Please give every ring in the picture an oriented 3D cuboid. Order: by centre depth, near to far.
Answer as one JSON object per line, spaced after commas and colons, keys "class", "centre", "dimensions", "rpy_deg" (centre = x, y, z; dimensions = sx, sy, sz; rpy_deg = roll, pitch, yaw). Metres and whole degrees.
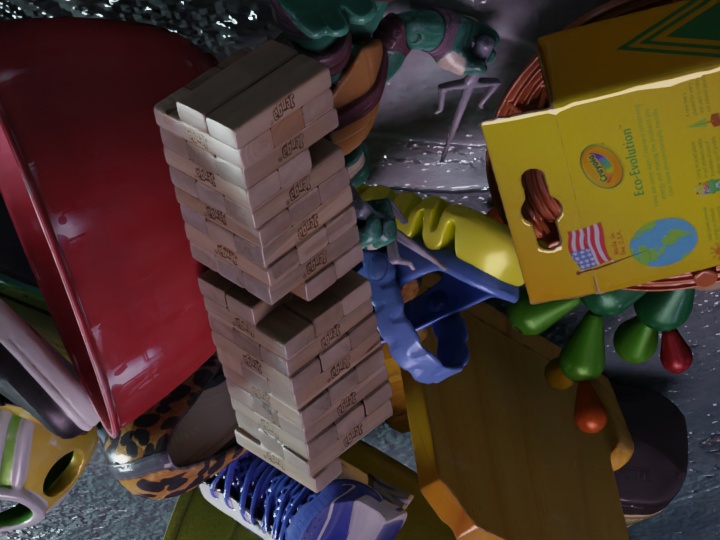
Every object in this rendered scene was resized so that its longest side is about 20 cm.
{"class": "ring", "centre": [0.160, -0.058, 1.035], "dimensions": [0.200, 0.019, 0.201], "rpy_deg": [-3, 136, -3]}

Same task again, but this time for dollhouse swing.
{"class": "dollhouse swing", "centre": [0.045, 0.115, 1.254], "dimensions": [0.181, 0.176, 0.200], "rpy_deg": [-23, 140, 39]}

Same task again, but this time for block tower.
{"class": "block tower", "centre": [-0.033, -0.001, 0.904], "dimensions": [0.054, 0.058, 0.200], "rpy_deg": [29, 143, 37]}

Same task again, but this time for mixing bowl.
{"class": "mixing bowl", "centre": [-0.103, -0.037, 0.978], "dimensions": [0.108, 0.201, 0.200], "rpy_deg": [-23, 157, -12]}

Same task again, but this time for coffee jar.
{"class": "coffee jar", "centre": [0.145, 0.145, 1.455], "dimensions": [0.104, 0.086, 0.200], "rpy_deg": [9, 154, -14]}

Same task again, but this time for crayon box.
{"class": "crayon box", "centre": [0.160, -0.063, 0.981], "dimensions": [0.199, 0.051, 0.127], "rpy_deg": [-13, 134, 5]}

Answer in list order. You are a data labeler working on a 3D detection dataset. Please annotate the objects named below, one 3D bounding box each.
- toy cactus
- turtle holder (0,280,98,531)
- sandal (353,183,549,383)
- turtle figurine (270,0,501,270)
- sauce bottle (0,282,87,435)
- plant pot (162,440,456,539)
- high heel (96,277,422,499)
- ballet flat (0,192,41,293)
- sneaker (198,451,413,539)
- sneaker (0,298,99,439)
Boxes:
{"class": "toy cactus", "centre": [0.157, 0.006, 1.178], "dimensions": [0.165, 0.103, 0.200], "rpy_deg": [-21, 141, 15]}
{"class": "turtle holder", "centre": [-0.201, 0.082, 1.248], "dimensions": [0.185, 0.132, 0.141], "rpy_deg": [4, 153, -11]}
{"class": "sandal", "centre": [0.000, 0.000, 1.086], "dimensions": [0.079, 0.087, 0.200], "rpy_deg": [23, 176, -43]}
{"class": "turtle figurine", "centre": [0.001, -0.078, 0.944], "dimensions": [0.100, 0.150, 0.200], "rpy_deg": [13, 148, 10]}
{"class": "sauce bottle", "centre": [-0.228, 0.027, 1.158], "dimensions": [0.199, 0.066, 0.066], "rpy_deg": [22, 155, 6]}
{"class": "plant pot", "centre": [-0.006, 0.197, 1.353], "dimensions": [0.192, 0.201, 0.201], "rpy_deg": [18, 158, 15]}
{"class": "high heel", "centre": [-0.041, 0.056, 1.104], "dimensions": [0.200, 0.072, 0.143], "rpy_deg": [-29, -171, -9]}
{"class": "ballet flat", "centre": [-0.133, -0.013, 1.144], "dimensions": [0.200, 0.073, 0.073], "rpy_deg": [28, 142, -36]}
{"class": "sneaker", "centre": [-0.039, 0.131, 1.183], "dimensions": [0.115, 0.081, 0.199], "rpy_deg": [31, -179, 2]}
{"class": "sneaker", "centre": [-0.228, 0.048, 1.083], "dimensions": [0.200, 0.112, 0.073], "rpy_deg": [39, 172, 23]}
